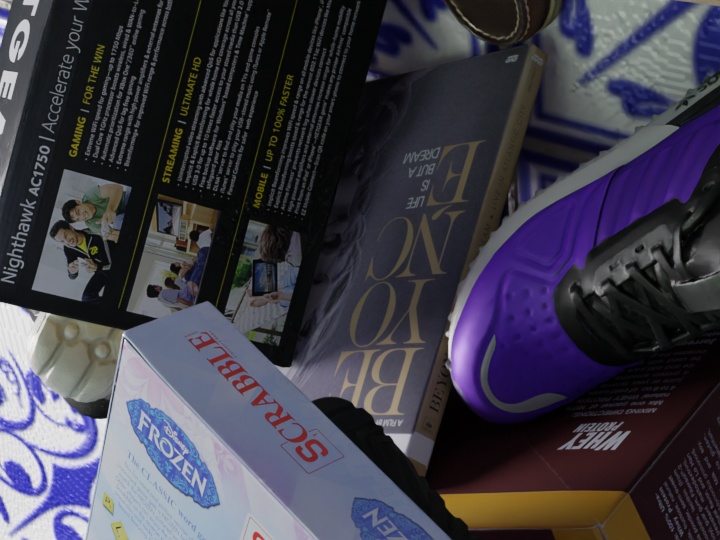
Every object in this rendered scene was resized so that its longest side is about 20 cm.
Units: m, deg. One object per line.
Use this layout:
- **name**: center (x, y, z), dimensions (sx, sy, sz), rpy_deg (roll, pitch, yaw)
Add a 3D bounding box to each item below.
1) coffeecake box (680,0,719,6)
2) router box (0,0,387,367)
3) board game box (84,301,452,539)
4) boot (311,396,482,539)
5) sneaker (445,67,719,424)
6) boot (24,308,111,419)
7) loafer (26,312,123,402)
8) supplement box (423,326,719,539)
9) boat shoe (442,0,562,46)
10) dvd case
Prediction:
- **coffeecake box**: center (0.137, -0.179, 0.520), dimensions (0.153, 0.073, 0.200), rpy_deg (14, 91, 34)
- **router box**: center (-0.076, -0.072, 0.746), dimensions (0.051, 0.149, 0.200), rpy_deg (15, 90, 59)
- **board game box**: center (-0.024, 0.147, 0.619), dimensions (0.200, 0.041, 0.200), rpy_deg (42, 135, 29)
- **boot**: center (-0.019, 0.157, 0.697), dimensions (0.182, 0.072, 0.200), rpy_deg (57, 135, 15)
- **sneaker**: center (0.114, -0.005, 0.660), dimensions (0.200, 0.100, 0.070), rpy_deg (-42, 111, 12)
- **boot**: center (-0.161, -0.021, 0.996), dimensions (0.200, 0.070, 0.132), rpy_deg (50, 140, 1)
- **loafer**: center (-0.087, -0.026, 0.839), dimensions (0.070, 0.200, 0.070), rpy_deg (41, 177, -8)
- **supplement box**: center (0.100, 0.105, 0.759), dimensions (0.197, 0.200, 0.133), rpy_deg (-9, 114, 45)
- **boat shoe**: center (0.016, -0.160, 0.704), dimensions (0.072, 0.072, 0.200), rpy_deg (7, 140, 40)
- **dvd case**: center (0.000, 0.000, 0.779), dimensions (0.016, 0.200, 0.149), rpy_deg (31, 157, -34)
